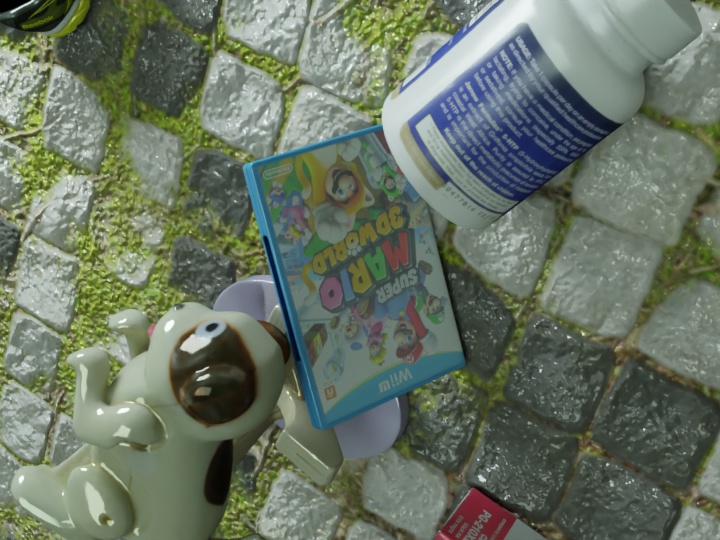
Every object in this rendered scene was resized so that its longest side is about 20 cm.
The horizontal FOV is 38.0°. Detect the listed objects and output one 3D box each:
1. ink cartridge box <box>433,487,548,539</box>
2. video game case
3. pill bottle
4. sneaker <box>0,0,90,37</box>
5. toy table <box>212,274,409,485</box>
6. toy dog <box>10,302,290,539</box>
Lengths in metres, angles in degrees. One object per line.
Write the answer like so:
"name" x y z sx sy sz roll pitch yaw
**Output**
"ink cartridge box" 0.129 0.300 0.840 0.198 0.084 0.146 33 117 15
"video game case" 0.000 0.000 0.796 0.018 0.141 0.204 -1 107 58
"pill bottle" 0.120 -0.130 0.703 0.199 0.119 0.121 -38 86 31
"sneaker" -0.245 -0.278 0.869 0.074 0.084 0.201 37 118 12
"toy table" -0.066 0.092 0.865 0.198 0.117 0.187 25 114 20
"toy dog" -0.134 0.113 0.762 0.193 0.139 0.201 41 117 12
